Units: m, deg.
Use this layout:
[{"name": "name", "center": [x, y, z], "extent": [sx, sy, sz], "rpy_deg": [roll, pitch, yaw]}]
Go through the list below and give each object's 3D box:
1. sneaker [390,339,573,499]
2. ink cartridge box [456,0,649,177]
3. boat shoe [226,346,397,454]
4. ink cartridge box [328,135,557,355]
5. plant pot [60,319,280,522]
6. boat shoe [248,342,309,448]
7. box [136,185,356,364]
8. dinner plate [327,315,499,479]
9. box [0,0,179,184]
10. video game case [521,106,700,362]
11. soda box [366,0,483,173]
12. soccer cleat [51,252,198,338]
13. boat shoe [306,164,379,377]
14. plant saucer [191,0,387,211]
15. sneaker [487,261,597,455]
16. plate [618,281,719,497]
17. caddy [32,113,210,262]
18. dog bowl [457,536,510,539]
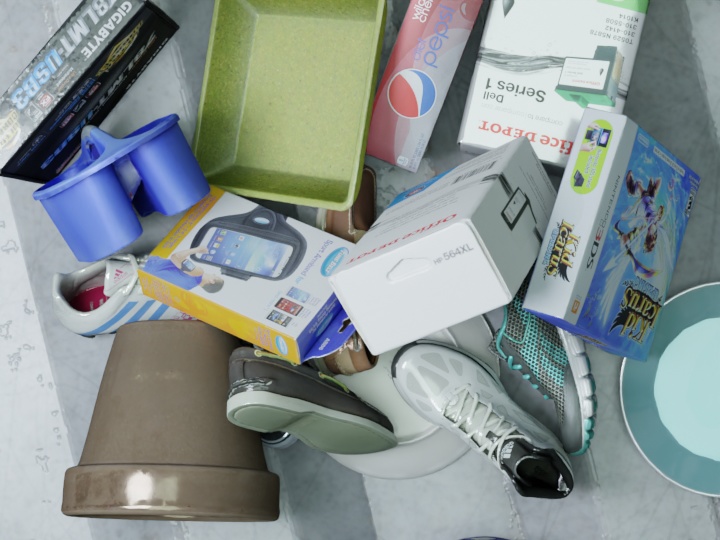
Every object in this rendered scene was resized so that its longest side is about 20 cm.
[{"name": "sneaker", "center": [0.120, 0.136, 1.630], "extent": [0.200, 0.115, 0.076], "rpy_deg": [37, 90, -10]}, {"name": "ink cartridge box", "center": [0.179, -0.193, 1.657], "extent": [0.145, 0.084, 0.202], "rpy_deg": [13, 91, 3]}, {"name": "boat shoe", "center": [-0.040, 0.119, 1.615], "extent": [0.071, 0.200, 0.061], "rpy_deg": [-26, 58, 34]}, {"name": "ink cartridge box", "center": [0.078, -0.023, 1.561], "extent": [0.145, 0.200, 0.085], "rpy_deg": [-23, 105, 29]}, {"name": "plant pot", "center": [-0.170, 0.138, 1.629], "extent": [0.198, 0.200, 0.176], "rpy_deg": [0, 81, 3]}, {"name": "boat shoe", "center": [-0.073, 0.065, 1.671], "extent": [0.071, 0.068, 0.202], "rpy_deg": [11, 88, 18]}, {"name": "box", "center": [-0.085, 0.005, 1.601], "extent": [0.199, 0.042, 0.119], "rpy_deg": [21, 54, 26]}, {"name": "dinner plate", "center": [0.033, 0.098, 1.698], "extent": [0.198, 0.024, 0.202], "rpy_deg": [0, 90, 2]}, {"name": "box", "center": [-0.254, -0.169, 1.621], "extent": [0.050, 0.198, 0.200], "rpy_deg": [41, 92, 3]}, {"name": "video game case", "center": [0.228, -0.027, 1.594], "extent": [0.045, 0.200, 0.183], "rpy_deg": [16, 86, 33]}, {"name": "soda box", "center": [0.060, -0.196, 1.647], "extent": [0.063, 0.070, 0.201], "rpy_deg": [21, 105, 0]}, {"name": "soccer cleat", "center": [-0.191, 0.015, 1.668], "extent": [0.198, 0.087, 0.070], "rpy_deg": [-14, 61, 3]}, {"name": "boat shoe", "center": [0.000, 0.000, 1.658], "extent": [0.071, 0.076, 0.202], "rpy_deg": [1, 83, 30]}, {"name": "plant saucer", "center": [-0.058, -0.162, 1.653], "extent": [0.199, 0.048, 0.202], "rpy_deg": [10, 91, 37]}, {"name": "sneaker", "center": [0.165, 0.076, 1.670], "extent": [0.090, 0.078, 0.202], "rpy_deg": [-13, 80, 7]}, {"name": "plate", "center": [0.340, 0.111, 1.682], "extent": [0.198, 0.026, 0.202], "rpy_deg": [0, 91, 4]}, {"name": "caddy", "center": [-0.220, -0.085, 1.625], "extent": [0.141, 0.200, 0.106], "rpy_deg": [-33, 100, -14]}, {"name": "dog bowl", "center": [0.116, 0.350, 1.667], "extent": [0.198, 0.079, 0.202], "rpy_deg": [0, 91, 3]}]
